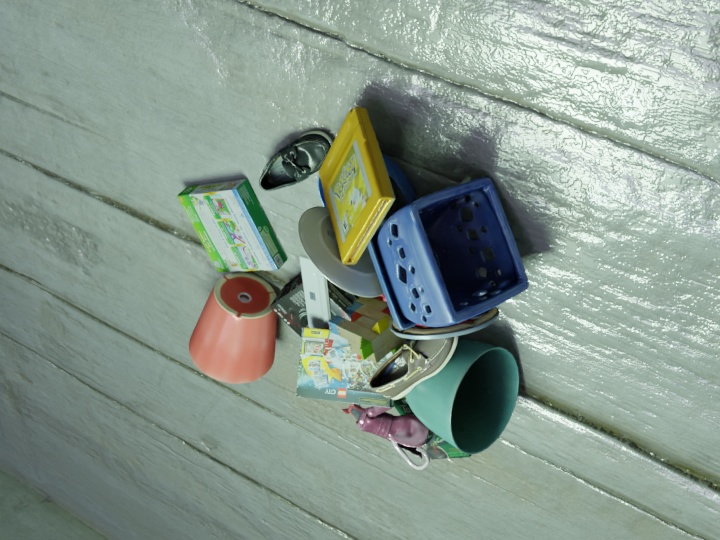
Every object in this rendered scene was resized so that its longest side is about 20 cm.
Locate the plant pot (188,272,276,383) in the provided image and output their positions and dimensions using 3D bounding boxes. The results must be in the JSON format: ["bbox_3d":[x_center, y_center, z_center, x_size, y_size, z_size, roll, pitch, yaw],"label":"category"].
[{"bbox_3d":[-0.269,0.117,2.030,0.198,0.200,0.179,31,131,13],"label":"plant pot"}]

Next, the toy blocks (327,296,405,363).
[{"bbox_3d":[0.032,0.094,1.760,0.135,0.199,0.102,20,135,45],"label":"toy blocks"}]

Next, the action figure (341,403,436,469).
[{"bbox_3d":[0.050,0.326,1.899,0.196,0.151,0.135,19,136,-5],"label":"action figure"}]

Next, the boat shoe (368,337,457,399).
[{"bbox_3d":[0.094,0.163,1.664,0.059,0.073,0.200,18,131,-39],"label":"boat shoe"}]

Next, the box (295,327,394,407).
[{"bbox_3d":[-0.026,0.190,1.816,0.195,0.140,0.038,4,175,18],"label":"box"}]

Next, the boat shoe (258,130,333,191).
[{"bbox_3d":[-0.125,-0.195,1.705,0.197,0.066,0.075,-14,116,46],"label":"boat shoe"}]

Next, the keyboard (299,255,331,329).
[{"bbox_3d":[-0.087,0.052,1.813,0.055,0.011,0.203,22,140,25],"label":"keyboard"}]

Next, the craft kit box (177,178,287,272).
[{"bbox_3d":[-0.271,-0.090,1.948,0.194,0.049,0.203,-3,123,39],"label":"craft kit box"}]

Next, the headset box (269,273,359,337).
[{"bbox_3d":[-0.074,0.068,1.889,0.149,0.078,0.199,44,143,-11],"label":"headset box"}]

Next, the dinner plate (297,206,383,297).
[{"bbox_3d":[-0.020,-0.040,1.600,0.199,0.200,0.024,41,124,1],"label":"dinner plate"}]

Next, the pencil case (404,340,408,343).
[{"bbox_3d":[0.030,0.201,1.860,0.196,0.084,0.087,-18,84,12],"label":"pencil case"}]

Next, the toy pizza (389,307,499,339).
[{"bbox_3d":[0.147,0.077,1.631,0.197,0.199,0.032,0,105,40],"label":"toy pizza"}]

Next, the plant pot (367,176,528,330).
[{"bbox_3d":[0.130,-0.019,1.521,0.179,0.198,0.204,-20,91,53],"label":"plant pot"}]

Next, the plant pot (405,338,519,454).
[{"bbox_3d":[0.177,0.219,1.737,0.159,0.200,0.204,19,138,44],"label":"plant pot"}]

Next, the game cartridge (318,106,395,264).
[{"bbox_3d":[-0.012,-0.143,1.531,0.177,0.032,0.203,-58,41,46],"label":"game cartridge"}]

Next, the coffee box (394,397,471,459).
[{"bbox_3d":[0.148,0.312,1.957,0.122,0.044,0.202,-15,115,47],"label":"coffee box"}]

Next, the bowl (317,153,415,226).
[{"bbox_3d":[0.014,-0.133,1.666,0.198,0.039,0.203,23,137,23],"label":"bowl"}]

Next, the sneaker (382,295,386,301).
[{"bbox_3d":[0.000,0.000,1.759,0.197,0.090,0.079,19,139,30],"label":"sneaker"}]
